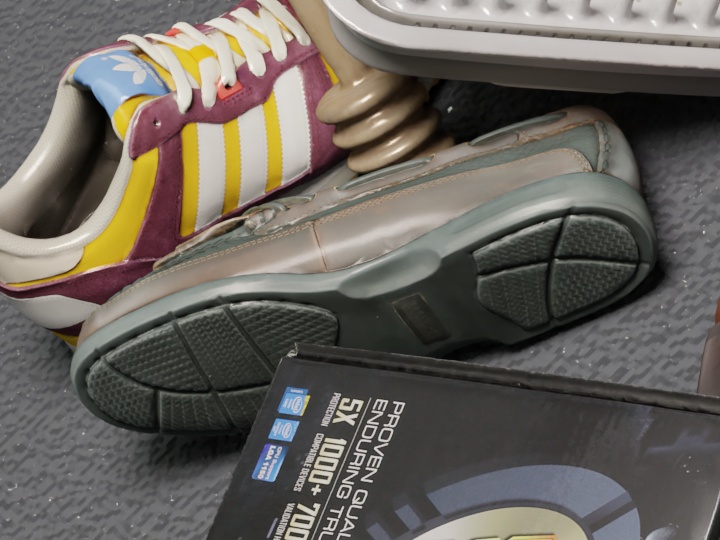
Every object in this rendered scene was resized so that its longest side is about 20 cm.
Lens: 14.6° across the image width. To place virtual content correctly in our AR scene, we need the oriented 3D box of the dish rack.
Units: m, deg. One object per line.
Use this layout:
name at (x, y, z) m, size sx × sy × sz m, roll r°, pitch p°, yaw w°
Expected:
dish rack at (0.060, -0.136, 0.951) m, size 0.171 × 0.044 × 0.200 m, roll 4°, pitch 53°, yaw -11°

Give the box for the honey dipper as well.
honey dipper at (-0.027, -0.107, 0.929) m, size 0.038 × 0.200 × 0.038 m, roll -28°, pitch 19°, yaw 11°

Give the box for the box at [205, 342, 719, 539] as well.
box at (0.027, 0.133, 0.801) m, size 0.163 × 0.086 × 0.200 m, roll 7°, pitch 64°, yaw 35°

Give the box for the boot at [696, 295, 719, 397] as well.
boot at (0.179, -0.051, 0.797) m, size 0.188 × 0.068 × 0.200 m, roll -40°, pitch 27°, yaw 59°

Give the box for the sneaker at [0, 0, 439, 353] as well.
sneaker at (-0.050, -0.058, 0.980) m, size 0.200 × 0.090 × 0.075 m, roll -49°, pitch 47°, yaw -5°

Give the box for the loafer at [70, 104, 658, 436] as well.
loafer at (0.000, 0.000, 0.928) m, size 0.199 × 0.072 × 0.063 m, roll -16°, pitch 44°, yaw 12°
